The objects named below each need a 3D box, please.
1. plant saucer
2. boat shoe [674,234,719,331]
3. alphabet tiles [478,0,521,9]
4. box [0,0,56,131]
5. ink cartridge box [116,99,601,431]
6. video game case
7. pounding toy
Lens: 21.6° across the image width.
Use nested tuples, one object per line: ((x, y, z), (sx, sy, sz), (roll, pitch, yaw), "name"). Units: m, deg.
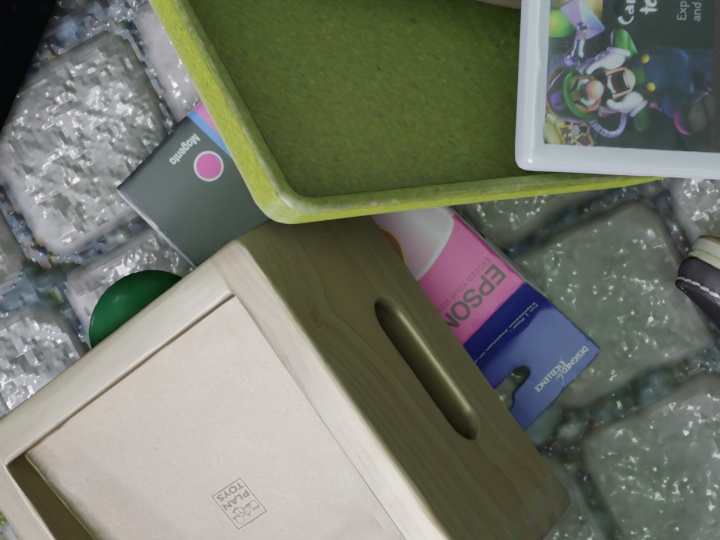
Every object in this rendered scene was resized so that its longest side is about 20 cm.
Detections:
((0.000, -0.094, 0.722), (0.048, 0.200, 0.200), (-52, 57, 41), "plant saucer")
((0.199, 0.069, 0.777), (0.200, 0.072, 0.065), (43, 90, -5), "boat shoe")
((-0.007, -0.181, 0.736), (0.200, 0.006, 0.167), (8, 56, -27), "alphabet tiles")
((-0.260, -0.070, 0.772), (0.198, 0.123, 0.200), (26, 99, 3), "box")
((0.000, 0.000, 0.807), (0.200, 0.037, 0.095), (44, 95, -1), "ink cartridge box")
((0.149, -0.131, 0.675), (0.181, 0.023, 0.200), (3, 90, -6), "video game case")
((-0.030, 0.050, 0.743), (0.184, 0.142, 0.200), (-36, 88, 27), "pounding toy")
